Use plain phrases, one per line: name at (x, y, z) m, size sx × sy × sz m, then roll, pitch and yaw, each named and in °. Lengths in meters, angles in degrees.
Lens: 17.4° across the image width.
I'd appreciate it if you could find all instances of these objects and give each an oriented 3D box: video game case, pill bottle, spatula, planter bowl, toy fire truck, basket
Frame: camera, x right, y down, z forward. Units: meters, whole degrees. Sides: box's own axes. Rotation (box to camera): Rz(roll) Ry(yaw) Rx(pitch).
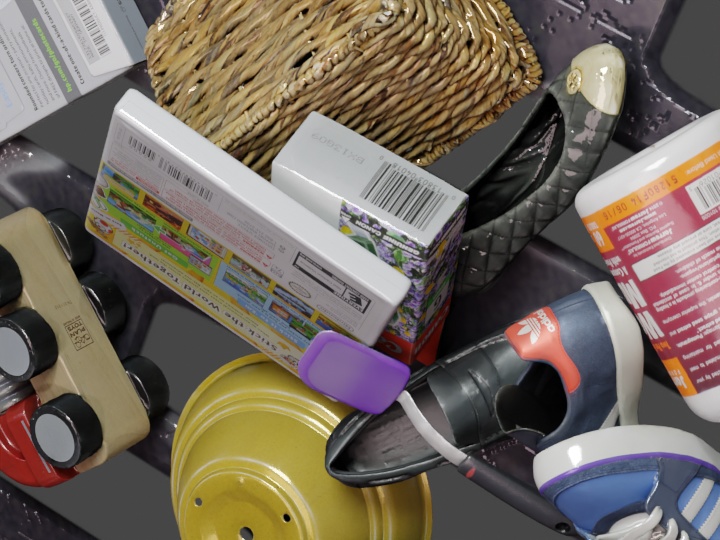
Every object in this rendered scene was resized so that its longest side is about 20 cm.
video game case at (-0.073, -0.011, 1.426) m, size 0.200 × 0.023 × 0.182 m, roll 34°, pitch 155°, yaw 2°
pill bottle at (0.216, 0.017, 1.357) m, size 0.109 × 0.109 × 0.201 m, roll -29°, pitch 91°, yaw 31°
spatula at (0.051, 0.102, 1.418) m, size 0.200 × 0.021 × 0.057 m, roll 36°, pitch 135°, yaw 0°
planter bowl at (-0.058, 0.162, 1.558) m, size 0.199 × 0.083 × 0.202 m, roll 8°, pitch 109°, yaw 24°
toy fire truck at (-0.261, 0.074, 1.622) m, size 0.200 × 0.129 × 0.177 m, roll -25°, pitch 94°, yaw 42°
basket at (-0.016, -0.140, 1.454) m, size 0.200 × 0.149 × 0.143 m, roll -36°, pitch 55°, yaw 31°

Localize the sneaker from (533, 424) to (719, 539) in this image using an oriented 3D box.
sneaker at (0.186, 0.178, 1.341) m, size 0.080 × 0.199 × 0.147 m, roll -31°, pitch 55°, yaw 35°

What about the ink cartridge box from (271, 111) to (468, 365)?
ink cartridge box at (0.000, 0.000, 1.438) m, size 0.109 × 0.050 × 0.200 m, roll 29°, pitch 150°, yaw 14°

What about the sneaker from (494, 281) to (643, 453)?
sneaker at (0.126, 0.100, 1.416) m, size 0.084 × 0.075 × 0.201 m, roll -18°, pitch 122°, yaw -10°

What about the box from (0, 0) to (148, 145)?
box at (-0.249, -0.169, 1.575) m, size 0.199 × 0.041 × 0.157 m, roll -26°, pitch 93°, yaw 30°

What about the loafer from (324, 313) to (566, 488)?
loafer at (0.067, 0.083, 1.463) m, size 0.200 × 0.070 × 0.068 m, roll -27°, pitch 91°, yaw 16°

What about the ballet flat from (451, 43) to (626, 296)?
ballet flat at (0.095, -0.058, 1.417) m, size 0.057 × 0.067 × 0.200 m, roll 20°, pitch 125°, yaw -26°
